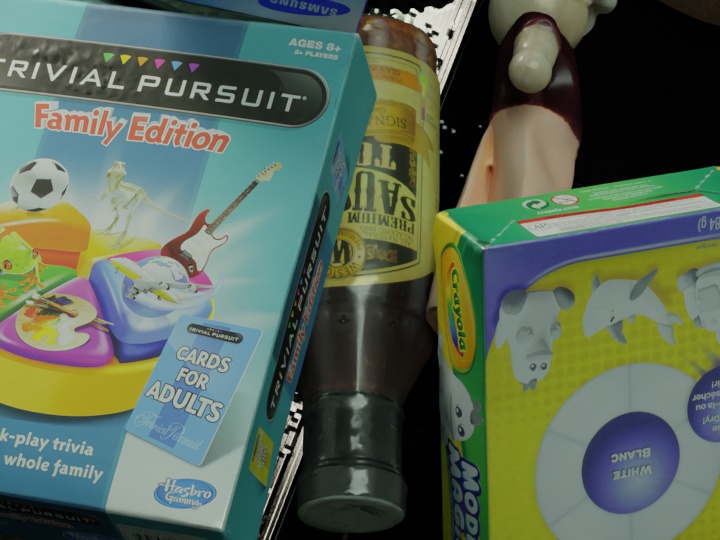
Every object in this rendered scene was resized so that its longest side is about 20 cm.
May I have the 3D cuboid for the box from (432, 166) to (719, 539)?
[{"bbox_3d":[0.088,0.071,0.897,0.117,0.048,0.200,-10,113,-19],"label":"box"}]

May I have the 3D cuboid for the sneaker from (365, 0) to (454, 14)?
[{"bbox_3d":[-0.037,-0.171,1.022,0.200,0.070,0.090,12,65,-9],"label":"sneaker"}]

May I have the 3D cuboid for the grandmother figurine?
[{"bbox_3d":[0.065,-0.052,0.971,0.060,0.121,0.200,9,57,-1],"label":"grandmother figurine"}]

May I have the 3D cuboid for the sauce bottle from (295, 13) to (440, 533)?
[{"bbox_3d":[0.000,0.000,0.956,0.066,0.066,0.200,6,63,-13],"label":"sauce bottle"}]

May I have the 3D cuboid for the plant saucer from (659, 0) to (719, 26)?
[{"bbox_3d":[0.182,-0.203,1.085,0.200,0.034,0.201,0,76,1],"label":"plant saucer"}]

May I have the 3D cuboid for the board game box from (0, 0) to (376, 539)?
[{"bbox_3d":[-0.091,0.000,0.906,0.151,0.047,0.200,8,64,14],"label":"board game box"}]

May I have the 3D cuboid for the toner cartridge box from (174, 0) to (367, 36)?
[{"bbox_3d":[-0.036,-0.184,0.969,0.095,0.043,0.200,11,50,-7],"label":"toner cartridge box"}]
